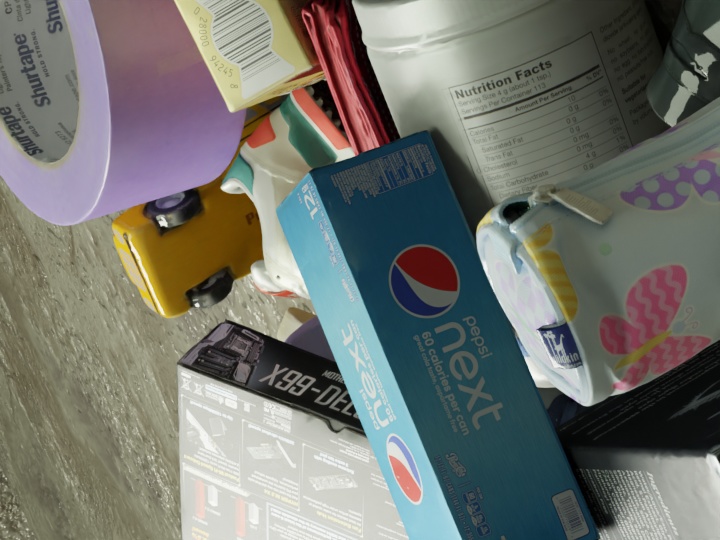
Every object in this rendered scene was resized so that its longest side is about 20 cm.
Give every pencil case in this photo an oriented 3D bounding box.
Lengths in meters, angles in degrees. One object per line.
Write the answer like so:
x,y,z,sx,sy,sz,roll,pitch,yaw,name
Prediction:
0.143,-0.028,1.094,0.091,0.199,0.083,66,168,-18,pencil case

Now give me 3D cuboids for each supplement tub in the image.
0.089,-0.060,1.302,0.132,0.131,0.201,16,131,66,supplement tub

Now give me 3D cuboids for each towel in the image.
0.027,-0.103,1.390,0.200,0.022,0.145,-61,-45,-59,towel

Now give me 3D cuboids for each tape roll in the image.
-0.145,-0.131,1.471,0.200,0.085,0.201,36,136,46,tape roll

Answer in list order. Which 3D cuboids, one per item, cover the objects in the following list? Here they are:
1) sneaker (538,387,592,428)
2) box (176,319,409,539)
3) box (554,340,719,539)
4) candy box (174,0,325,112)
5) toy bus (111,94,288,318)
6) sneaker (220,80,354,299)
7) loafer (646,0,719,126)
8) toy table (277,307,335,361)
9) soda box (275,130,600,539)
0.143,0.093,1.357,0.199,0.071,0.082,22,162,-24,sneaker
-0.002,0.131,1.455,0.199,0.050,0.159,19,128,26,box
0.186,0.090,1.221,0.105,0.147,0.200,64,162,-7,box
-0.067,-0.184,1.360,0.201,0.055,0.115,64,-157,-1,candy box
-0.051,-0.055,1.568,0.078,0.199,0.065,32,150,54,toy bus
0.000,0.000,1.421,0.200,0.093,0.070,56,-159,22,sneaker
0.157,-0.082,1.173,0.201,0.070,0.068,82,163,-44,loafer
0.044,0.077,1.550,0.199,0.184,0.117,33,-169,-9,toy table
0.033,0.045,1.257,0.201,0.064,0.068,68,160,7,soda box
